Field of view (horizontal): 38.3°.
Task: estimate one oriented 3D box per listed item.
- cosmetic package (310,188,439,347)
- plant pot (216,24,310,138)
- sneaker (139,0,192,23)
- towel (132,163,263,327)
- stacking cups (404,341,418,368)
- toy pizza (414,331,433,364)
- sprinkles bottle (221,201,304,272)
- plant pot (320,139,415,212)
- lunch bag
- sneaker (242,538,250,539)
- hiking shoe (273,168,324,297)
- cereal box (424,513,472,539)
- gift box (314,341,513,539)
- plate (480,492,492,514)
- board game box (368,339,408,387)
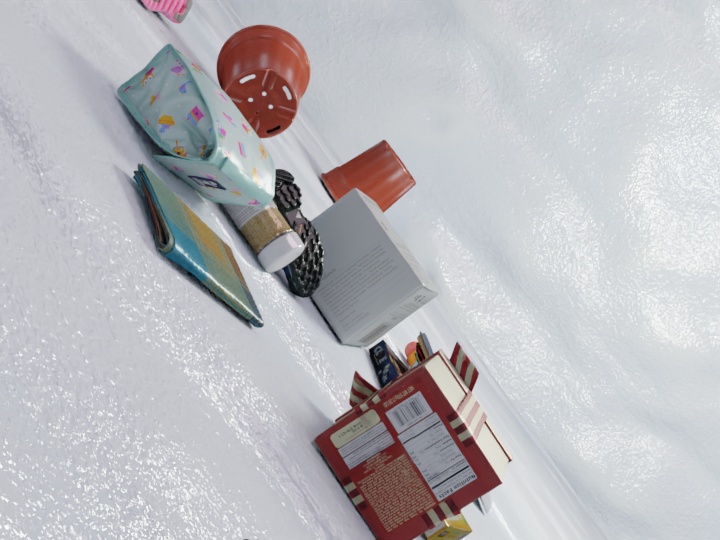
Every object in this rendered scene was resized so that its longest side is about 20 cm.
[{"bbox_3d":[0.000,0.000,1.734,0.200,0.166,0.167,55,8,12],"label":"cosmetic package"},{"bbox_3d":[-0.201,-0.375,2.118,0.201,0.201,0.195,51,17,-26],"label":"plant pot"},{"bbox_3d":[-0.415,-0.558,2.059,0.095,0.079,0.200,34,1,17],"label":"sneaker"},{"bbox_3d":[-0.190,-0.024,1.224,0.200,0.022,0.147,49,10,-50],"label":"towel"},{"bbox_3d":[0.125,0.202,2.059,0.061,0.060,0.200,50,5,-29],"label":"stacking cups"},{"bbox_3d":[0.131,0.207,1.858,0.200,0.032,0.201,162,-90,-90],"label":"toy pizza"},{"bbox_3d":[-0.162,-0.095,1.518,0.200,0.068,0.068,56,8,9],"label":"sprinkles bottle"},{"bbox_3d":[0.030,-0.236,2.789,0.201,0.195,0.201,52,8,-10],"label":"plant pot"},{"bbox_3d":[-0.210,-0.176,1.395,0.200,0.122,0.170,52,5,29],"label":"lunch bag"},{"bbox_3d":[-0.042,0.250,0.709,0.199,0.076,0.114,41,20,-39],"label":"sneaker"},{"bbox_3d":[-0.116,-0.053,1.592,0.074,0.087,0.201,-14,88,-45],"label":"hiking shoe"},{"bbox_3d":[0.074,0.281,1.437,0.200,0.039,0.144,58,8,25],"label":"cereal box"},{"bbox_3d":[0.067,0.193,1.237,0.200,0.184,0.187,61,10,6],"label":"gift box"},{"bbox_3d":[0.196,0.306,1.880,0.200,0.032,0.200,-108,179,-71],"label":"plate"},{"bbox_3d":[0.081,0.219,1.766,0.136,0.035,0.200,51,8,-27],"label":"board game box"}]
